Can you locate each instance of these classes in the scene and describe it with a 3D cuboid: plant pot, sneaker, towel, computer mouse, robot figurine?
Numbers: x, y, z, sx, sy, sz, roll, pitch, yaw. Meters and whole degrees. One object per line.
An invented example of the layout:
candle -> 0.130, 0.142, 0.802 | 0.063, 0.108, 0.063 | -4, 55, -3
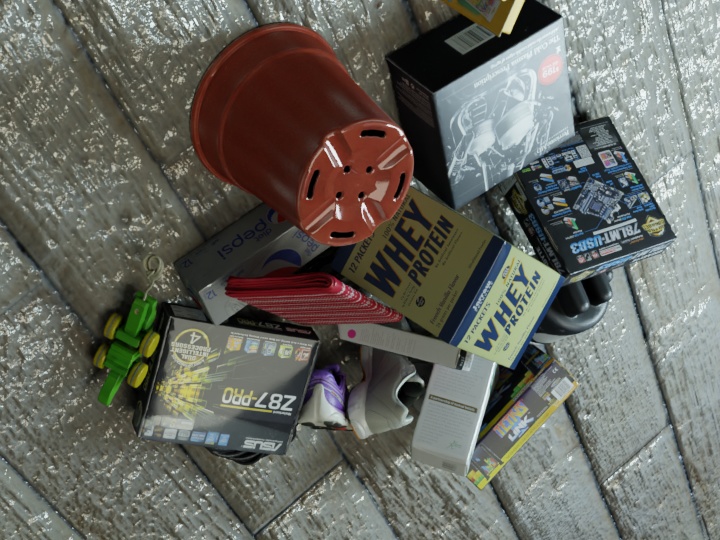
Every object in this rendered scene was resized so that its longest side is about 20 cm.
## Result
plant pot -> -0.054, -0.138, 1.439 | 0.199, 0.195, 0.203 | -20, 130, -26
sneaker -> 0.046, 0.135, 1.727 | 0.091, 0.202, 0.076 | -7, 133, 20
towel -> -0.051, 0.035, 1.533 | 0.200, 0.143, 0.023 | 28, 63, -62
computer mouse -> -0.011, -0.044, 1.620 | 0.201, 0.034, 0.059 | -55, 132, -17
sneaker -> -0.031, 0.167, 1.732 | 0.200, 0.079, 0.085 | 59, 35, -78
robot figurine -> 0.266, 0.036, 1.826 | 0.148, 0.200, 0.126 | 19, 71, -17

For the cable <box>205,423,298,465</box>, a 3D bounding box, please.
cable -> -0.143, 0.172, 1.698 | 0.161, 0.051, 0.202 | -5, 123, -36

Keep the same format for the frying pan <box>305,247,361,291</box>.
frying pan -> 0.002, -0.015, 1.692 | 0.188, 0.031, 0.116 | -14, 126, -37

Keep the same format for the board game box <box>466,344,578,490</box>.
board game box -> 0.201, 0.197, 1.863 | 0.057, 0.165, 0.200 | 43, 89, -13

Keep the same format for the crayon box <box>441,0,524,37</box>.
crayon box -> 0.131, -0.343, 1.434 | 0.051, 0.200, 0.127 | 7, 116, -41

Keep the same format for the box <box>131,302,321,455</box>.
box -> -0.163, 0.134, 1.608 | 0.197, 0.049, 0.163 | 11, 109, -25

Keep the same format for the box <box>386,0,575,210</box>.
box -> 0.151, -0.211, 1.618 | 0.199, 0.104, 0.183 | -32, 136, -16

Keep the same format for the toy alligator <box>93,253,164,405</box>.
toy alligator -> -0.258, 0.065, 1.530 | 0.202, 0.059, 0.054 | -67, 174, 19

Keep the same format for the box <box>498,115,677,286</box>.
box -> 0.295, -0.094, 1.753 | 0.198, 0.200, 0.050 | -17, 162, -29

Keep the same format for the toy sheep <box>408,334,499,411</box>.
toy sheep -> 0.120, 0.151, 1.839 | 0.199, 0.137, 0.140 | -28, 137, -46

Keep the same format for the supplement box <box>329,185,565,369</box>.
supplement box -> 0.108, 0.002, 1.611 | 0.135, 0.199, 0.199 | -60, 148, 4

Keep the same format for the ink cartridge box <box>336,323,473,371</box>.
ink cartridge box -> 0.040, 0.086, 1.663 | 0.095, 0.197, 0.038 | 20, 86, -73

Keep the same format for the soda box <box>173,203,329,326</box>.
soda box -> -0.116, -0.026, 1.564 | 0.199, 0.068, 0.064 | -35, 136, -14

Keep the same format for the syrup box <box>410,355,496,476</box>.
syrup box -> 0.128, 0.154, 1.721 | 0.079, 0.080, 0.202 | 84, 24, -70
